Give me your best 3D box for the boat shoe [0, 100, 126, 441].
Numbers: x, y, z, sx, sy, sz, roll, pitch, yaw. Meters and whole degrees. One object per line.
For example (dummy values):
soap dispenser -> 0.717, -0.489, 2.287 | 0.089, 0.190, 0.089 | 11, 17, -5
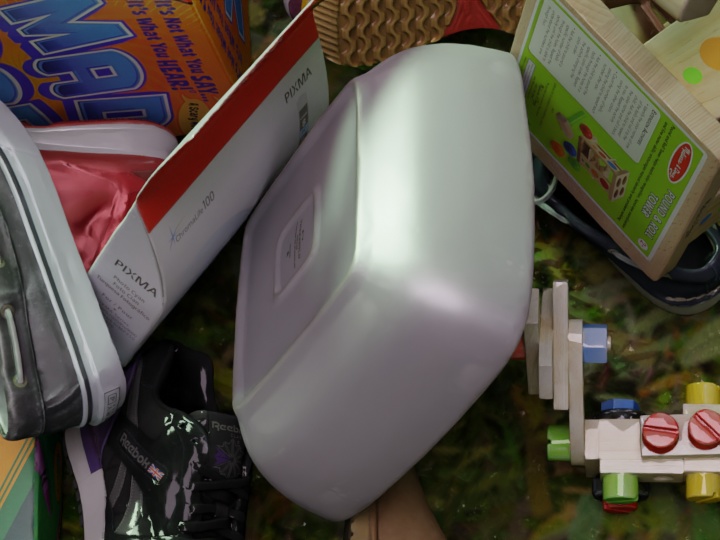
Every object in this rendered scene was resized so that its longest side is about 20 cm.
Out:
boat shoe -> -0.184, -0.010, 0.914 | 0.071, 0.072, 0.200 | -17, 67, -33

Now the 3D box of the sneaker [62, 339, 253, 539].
sneaker -> -0.087, 0.114, 0.910 | 0.088, 0.076, 0.200 | -49, 44, 22

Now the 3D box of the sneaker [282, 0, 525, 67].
sneaker -> 0.055, -0.166, 1.030 | 0.200, 0.075, 0.090 | -8, 29, -16

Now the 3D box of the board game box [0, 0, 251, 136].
board game box -> -0.178, -0.194, 1.004 | 0.200, 0.200, 0.200 | -7, 70, 7

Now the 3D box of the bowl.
bowl -> 0.000, 0.000, 0.898 | 0.075, 0.200, 0.200 | 19, 47, -21

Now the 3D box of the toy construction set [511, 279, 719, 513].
toy construction set -> 0.162, 0.071, 0.903 | 0.200, 0.131, 0.092 | 14, 73, 12

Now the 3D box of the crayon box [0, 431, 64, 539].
crayon box -> -0.257, 0.142, 0.978 | 0.200, 0.058, 0.119 | -5, 71, 6

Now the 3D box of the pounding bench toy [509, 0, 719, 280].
pounding bench toy -> 0.175, -0.122, 0.878 | 0.156, 0.200, 0.124 | -35, 72, -20

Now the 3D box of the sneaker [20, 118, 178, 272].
sneaker -> -0.193, -0.018, 1.000 | 0.200, 0.078, 0.116 | -6, 72, -6

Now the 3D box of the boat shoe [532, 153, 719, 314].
boat shoe -> 0.115, -0.055, 0.989 | 0.075, 0.062, 0.200 | -41, 70, -5

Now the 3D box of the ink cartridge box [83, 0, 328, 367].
ink cartridge box -> -0.060, -0.054, 0.920 | 0.047, 0.200, 0.160 | 40, 55, -4

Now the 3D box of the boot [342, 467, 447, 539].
boot -> 0.090, 0.163, 0.918 | 0.200, 0.066, 0.175 | 4, 48, -3
